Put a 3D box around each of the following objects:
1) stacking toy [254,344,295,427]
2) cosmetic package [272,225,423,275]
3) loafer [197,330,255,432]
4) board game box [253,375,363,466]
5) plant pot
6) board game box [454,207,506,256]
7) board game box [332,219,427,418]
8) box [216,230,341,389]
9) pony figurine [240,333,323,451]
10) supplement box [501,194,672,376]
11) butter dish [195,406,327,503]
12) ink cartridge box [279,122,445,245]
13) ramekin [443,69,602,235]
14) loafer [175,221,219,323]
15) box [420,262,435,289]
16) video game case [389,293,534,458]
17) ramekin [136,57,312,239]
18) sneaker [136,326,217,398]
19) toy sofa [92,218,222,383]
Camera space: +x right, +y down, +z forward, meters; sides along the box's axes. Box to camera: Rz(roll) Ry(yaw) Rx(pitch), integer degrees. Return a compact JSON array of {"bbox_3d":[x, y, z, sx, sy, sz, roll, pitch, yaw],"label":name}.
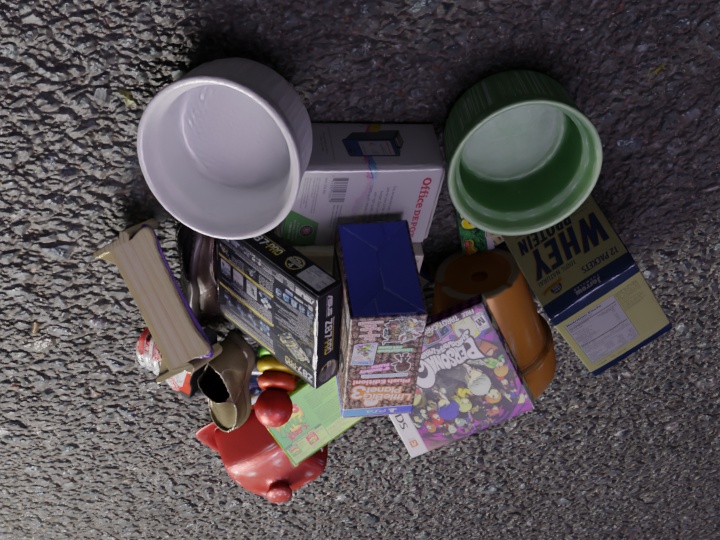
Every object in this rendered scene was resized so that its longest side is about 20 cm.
[{"bbox_3d":[-0.113,0.120,1.655,0.084,0.204,0.085,4,165,1],"label":"stacking toy"},{"bbox_3d":[-0.023,-0.011,1.595,0.196,0.074,0.104,-1,138,-12],"label":"cosmetic package"},{"bbox_3d":[-0.198,0.166,1.681,0.067,0.076,0.202,-31,148,-33],"label":"loafer"},{"bbox_3d":[-0.044,0.182,1.704,0.199,0.048,0.102,-35,113,-1],"label":"board game box"},{"bbox_3d":[0.182,0.075,1.727,0.197,0.201,0.185,-13,127,0],"label":"plant pot"},{"bbox_3d":[0.180,-0.100,1.633,0.103,0.024,0.201,-13,141,3],"label":"board game box"},{"bbox_3d":[0.018,0.063,1.510,0.095,0.161,0.202,-3,138,-8],"label":"board game box"},{"bbox_3d":[-0.109,0.037,1.520,0.049,0.199,0.163,-30,140,-36],"label":"box"},{"bbox_3d":[-0.114,0.163,1.787,0.197,0.168,0.194,-7,136,18],"label":"pony figurine"},{"bbox_3d":[0.306,0.000,1.625,0.133,0.202,0.200,-33,142,10],"label":"supplement box"},{"bbox_3d":[-0.141,0.313,1.943,0.197,0.149,0.200,-28,139,17],"label":"butter dish"},{"bbox_3d":[-0.003,-0.110,1.516,0.196,0.089,0.146,-1,140,-12],"label":"ink cartridge box"},{"bbox_3d":[0.198,-0.154,1.487,0.196,0.098,0.202,-5,130,-6],"label":"ramekin"},{"bbox_3d":[-0.211,-0.007,1.607,0.070,0.074,0.201,-14,147,-17],"label":"loafer"},{"bbox_3d":[0.000,0.000,1.694,0.121,0.033,0.199,-38,135,27],"label":"box"},{"bbox_3d":[0.121,0.151,1.654,0.197,0.036,0.183,-23,109,14],"label":"video game case"},{"bbox_3d":[-0.150,-0.147,1.364,0.197,0.098,0.203,8,121,13],"label":"ramekin"},{"bbox_3d":[-0.268,0.112,1.677,0.107,0.068,0.202,35,154,4],"label":"sneaker"},{"bbox_3d":[-0.253,0.034,1.532,0.097,0.202,0.083,-25,-176,24],"label":"toy sofa"}]
